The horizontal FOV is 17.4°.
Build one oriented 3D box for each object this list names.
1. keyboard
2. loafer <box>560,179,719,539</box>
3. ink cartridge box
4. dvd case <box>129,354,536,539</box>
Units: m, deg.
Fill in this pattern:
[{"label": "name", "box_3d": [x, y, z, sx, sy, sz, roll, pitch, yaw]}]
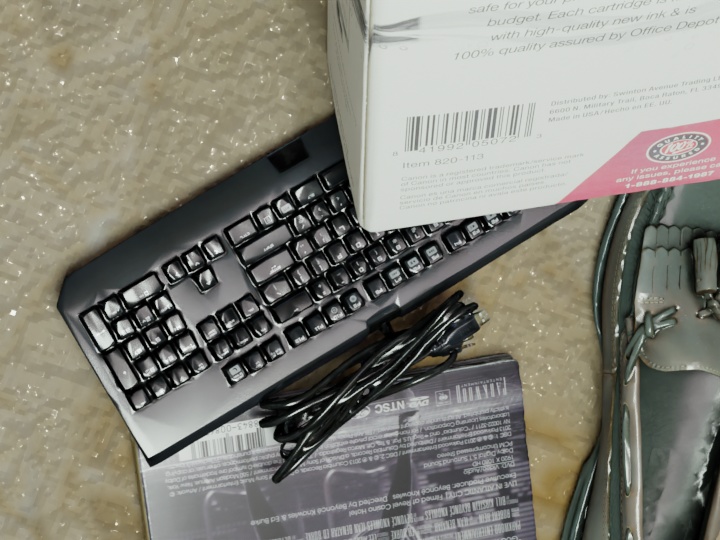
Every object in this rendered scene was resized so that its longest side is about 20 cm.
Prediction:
[{"label": "keyboard", "box_3d": [0.000, 0.000, 0.846, 0.200, 0.040, 0.104, -32, 98, -10]}, {"label": "loafer", "box_3d": [0.123, 0.048, 0.884, 0.072, 0.063, 0.200, 7, 98, -16]}, {"label": "ink cartridge box", "box_3d": [0.066, -0.106, 0.763, 0.146, 0.200, 0.083, -8, 60, -6]}, {"label": "dvd case", "box_3d": [-0.002, 0.140, 0.890, 0.149, 0.016, 0.200, -9, 100, -14]}]
